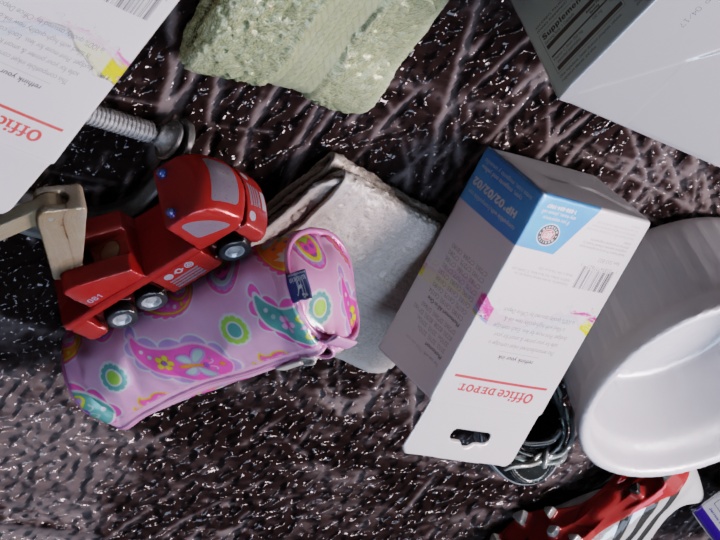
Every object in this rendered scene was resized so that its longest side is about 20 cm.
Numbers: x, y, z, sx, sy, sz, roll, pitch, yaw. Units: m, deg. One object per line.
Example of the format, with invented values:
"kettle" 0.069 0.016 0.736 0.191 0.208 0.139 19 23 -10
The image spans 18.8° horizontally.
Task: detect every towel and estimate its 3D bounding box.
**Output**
"towel" 0.000 0.000 1.458 0.132 0.035 0.200 -40 140 23
"towel" -0.005 -0.174 1.239 0.148 0.037 0.200 11 132 -35

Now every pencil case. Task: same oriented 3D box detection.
"pencil case" -0.093 0.038 1.374 0.199 0.088 0.087 -20 148 29

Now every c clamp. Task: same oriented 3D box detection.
"c clamp" -0.175 -0.077 1.279 0.200 0.027 0.171 22 126 -43

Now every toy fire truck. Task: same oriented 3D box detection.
"toy fire truck" -0.171 -0.017 1.304 0.200 0.049 0.141 -30 146 22

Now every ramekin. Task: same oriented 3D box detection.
"ramekin" 0.236 0.053 1.589 0.200 0.098 0.201 -14 143 -11

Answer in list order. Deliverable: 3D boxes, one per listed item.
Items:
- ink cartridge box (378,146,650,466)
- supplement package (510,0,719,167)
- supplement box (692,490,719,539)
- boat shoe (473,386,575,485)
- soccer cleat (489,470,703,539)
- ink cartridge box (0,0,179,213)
"ink cartridge box" 0.093 0.027 1.455 0.115 0.068 0.200 12 113 -44
"supplement package" 0.213 -0.182 1.277 0.155 0.111 0.200 18 128 -40
"supplement box" 0.391 0.174 1.790 0.200 0.103 0.101 -42 166 23
"boat shoe" 0.128 0.117 1.636 0.073 0.068 0.200 -15 143 -8
"soccer cleat" 0.193 0.213 1.792 0.200 0.069 0.085 -35 137 9
"ink cartridge box" -0.183 -0.134 1.150 0.116 0.068 0.200 23 114 -43
